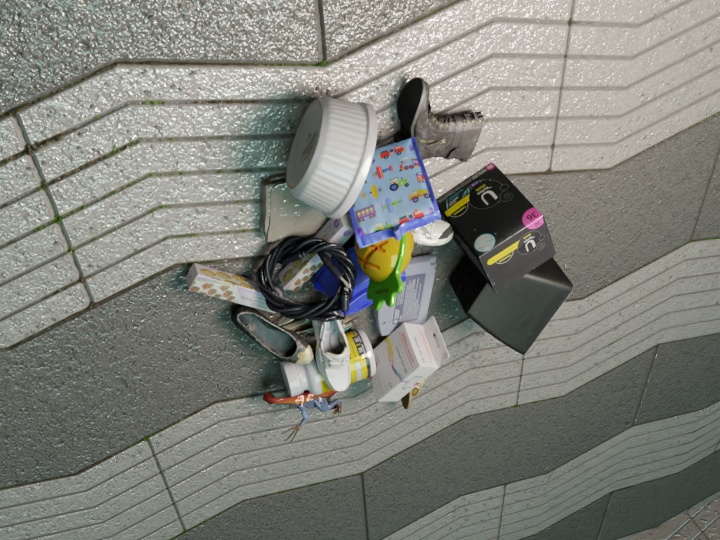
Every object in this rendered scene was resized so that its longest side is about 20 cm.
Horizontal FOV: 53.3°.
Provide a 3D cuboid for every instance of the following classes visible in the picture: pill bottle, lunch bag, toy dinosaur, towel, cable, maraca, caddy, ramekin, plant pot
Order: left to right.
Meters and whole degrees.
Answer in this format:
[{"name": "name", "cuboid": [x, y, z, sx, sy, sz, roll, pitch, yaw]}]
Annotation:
[{"name": "cable", "cuboid": [-0.108, 0.014, 1.373, 0.197, 0.051, 0.166, 11, 112, 10]}, {"name": "toy dinosaur", "cuboid": [-0.129, 0.284, 1.647, 0.181, 0.105, 0.201, 30, 95, -45]}, {"name": "towel", "cuboid": [-0.093, -0.126, 1.365, 0.197, 0.035, 0.134, -9, 131, -22]}, {"name": "ramekin", "cuboid": [-0.056, -0.199, 1.219, 0.093, 0.203, 0.204, 16, 119, -22]}, {"name": "pill bottle", "cuboid": [-0.073, 0.211, 1.597, 0.197, 0.112, 0.112, -17, 133, -14]}, {"name": "caddy", "cuboid": [0.000, 0.000, 1.470, 0.198, 0.106, 0.142, -30, 156, -1]}, {"name": "maraca", "cuboid": [0.044, -0.029, 1.339, 0.106, 0.204, 0.137, 7, 166, -28]}, {"name": "lunch bag", "cuboid": [0.052, -0.126, 1.258, 0.148, 0.201, 0.095, -17, 131, 6]}, {"name": "plant pot", "cuboid": [0.318, 0.031, 1.609, 0.175, 0.201, 0.201, 20, 117, -23]}]

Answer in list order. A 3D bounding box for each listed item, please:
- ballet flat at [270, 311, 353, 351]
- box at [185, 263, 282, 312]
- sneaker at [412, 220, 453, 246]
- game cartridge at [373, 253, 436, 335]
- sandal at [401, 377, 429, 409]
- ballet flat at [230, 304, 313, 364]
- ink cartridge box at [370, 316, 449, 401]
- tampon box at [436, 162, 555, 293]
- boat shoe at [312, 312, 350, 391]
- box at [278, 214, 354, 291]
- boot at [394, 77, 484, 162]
[{"name": "ballet flat", "cuboid": [-0.111, 0.114, 1.537, 0.197, 0.068, 0.076, -17, 117, -11]}, {"name": "box", "cuboid": [-0.244, 0.036, 1.405, 0.198, 0.042, 0.039, 19, 117, -36]}, {"name": "sneaker", "cuboid": [0.099, -0.110, 1.421, 0.197, 0.076, 0.089, 12, 115, -13]}, {"name": "game cartridge", "cuboid": [0.095, 0.056, 1.610, 0.131, 0.041, 0.202, -12, 131, -23]}, {"name": "sandal", "cuboid": [0.140, 0.257, 1.769, 0.069, 0.078, 0.214, -10, 126, -12]}, {"name": "ballet flat", "cuboid": [-0.182, 0.139, 1.474, 0.199, 0.057, 0.067, 33, 95, -17]}, {"name": "ink cartridge box", "cuboid": [0.103, 0.200, 1.639, 0.067, 0.118, 0.200, 10, 137, -40]}, {"name": "tampon box", "cuboid": [0.274, -0.088, 1.468, 0.149, 0.201, 0.127, -33, 134, 2]}, {"name": "boat shoe", "cuboid": [-0.056, 0.170, 1.497, 0.070, 0.069, 0.203, -19, 111, -16]}, {"name": "box", "cuboid": [-0.087, -0.034, 1.408, 0.038, 0.042, 0.200, 14, 133, -45]}, {"name": "boot", "cuboid": [0.155, -0.280, 1.348, 0.172, 0.070, 0.202, -12, 141, -19]}]
